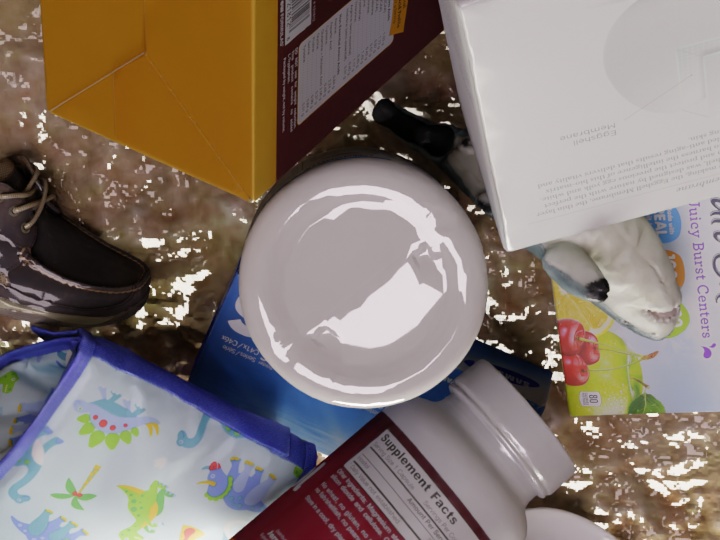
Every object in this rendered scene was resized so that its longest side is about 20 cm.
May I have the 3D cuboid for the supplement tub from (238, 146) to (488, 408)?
[{"bbox_3d":[0.000,0.000,1.523,0.132,0.200,0.132,0,94,0],"label":"supplement tub"}]

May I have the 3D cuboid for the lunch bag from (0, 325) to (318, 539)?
[{"bbox_3d":[-0.148,0.118,1.646,0.170,0.128,0.200,28,138,-26],"label":"lunch bag"}]

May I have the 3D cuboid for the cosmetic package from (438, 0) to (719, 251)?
[{"bbox_3d":[0.143,-0.135,1.409,0.199,0.123,0.200,-14,142,0],"label":"cosmetic package"}]

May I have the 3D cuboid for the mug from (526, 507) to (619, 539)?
[{"bbox_3d":[0.065,0.238,1.690,0.200,0.148,0.175,32,128,-13],"label":"mug"}]

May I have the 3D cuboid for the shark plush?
[{"bbox_3d":[0.085,-0.028,1.523,0.200,0.091,0.083,22,157,12],"label":"shark plush"}]

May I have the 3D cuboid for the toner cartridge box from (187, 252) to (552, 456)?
[{"bbox_3d":[0.004,0.067,1.667,0.200,0.043,0.095,23,121,-3],"label":"toner cartridge box"}]

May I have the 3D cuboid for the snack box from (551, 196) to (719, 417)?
[{"bbox_3d":[0.191,-0.020,1.572,0.168,0.068,0.200,-2,119,13],"label":"snack box"}]

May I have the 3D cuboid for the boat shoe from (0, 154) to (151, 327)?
[{"bbox_3d":[-0.216,-0.028,1.638,0.199,0.075,0.073,19,120,-2],"label":"boat shoe"}]

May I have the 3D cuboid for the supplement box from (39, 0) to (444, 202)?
[{"bbox_3d":[-0.050,-0.184,1.404,0.133,0.200,0.198,24,135,24],"label":"supplement box"}]

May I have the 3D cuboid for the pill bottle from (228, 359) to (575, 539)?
[{"bbox_3d":[0.020,0.146,1.585,0.200,0.113,0.113,-39,108,-5],"label":"pill bottle"}]
